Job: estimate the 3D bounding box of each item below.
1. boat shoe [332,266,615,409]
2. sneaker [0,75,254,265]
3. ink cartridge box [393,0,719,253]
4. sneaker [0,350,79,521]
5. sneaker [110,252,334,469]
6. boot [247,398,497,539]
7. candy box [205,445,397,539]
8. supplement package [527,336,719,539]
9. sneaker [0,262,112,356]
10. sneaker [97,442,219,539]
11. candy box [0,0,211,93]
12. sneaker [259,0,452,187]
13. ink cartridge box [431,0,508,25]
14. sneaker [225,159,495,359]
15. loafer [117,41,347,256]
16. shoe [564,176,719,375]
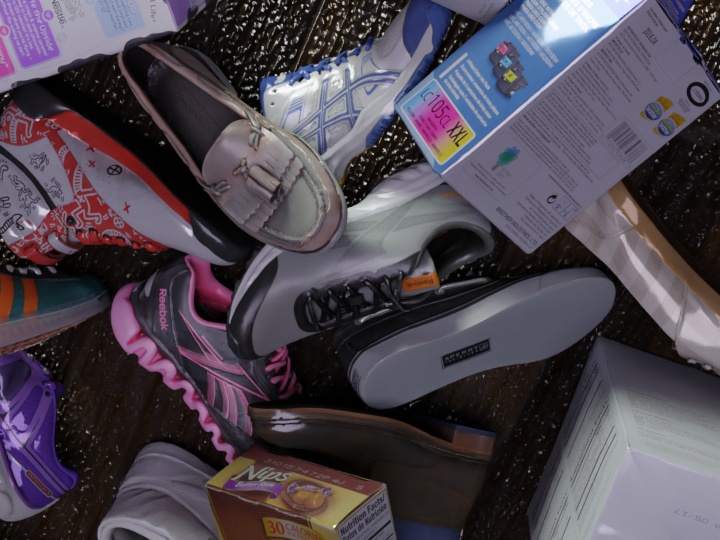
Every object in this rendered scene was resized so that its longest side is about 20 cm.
[{"bbox_3d":[0.079,0.030,1.022,0.199,0.064,0.071,-17,135,-15],"label":"boat shoe"},{"bbox_3d":[-0.172,-0.037,1.006,0.201,0.067,0.108,37,107,11],"label":"sneaker"},{"bbox_3d":[0.140,-0.118,0.941,0.200,0.077,0.136,-39,144,12],"label":"ink cartridge box"},{"bbox_3d":[-0.260,0.077,1.067,0.083,0.081,0.201,-22,100,-24],"label":"sneaker"},{"bbox_3d":[-0.078,0.067,1.031,0.200,0.079,0.095,44,119,-11],"label":"sneaker"},{"bbox_3d":[0.006,0.143,1.014,0.199,0.075,0.098,12,88,-31],"label":"boot"},{"bbox_3d":[-0.025,0.223,0.974,0.116,0.056,0.201,10,121,40],"label":"candy box"},{"bbox_3d":[0.210,0.165,0.988,0.151,0.200,0.151,19,107,-2],"label":"supplement package"},{"bbox_3d":[-0.255,0.018,0.993,0.071,0.199,0.080,-24,85,42],"label":"sneaker"},{"bbox_3d":[-0.091,0.210,1.052,0.199,0.116,0.074,26,118,1],"label":"sneaker"},{"bbox_3d":[-0.203,-0.162,0.933,0.199,0.168,0.072,-18,105,8],"label":"candy box"},{"bbox_3d":[-0.022,-0.113,0.987,0.088,0.075,0.200,38,101,-2],"label":"sneaker"},{"bbox_3d":[0.019,-0.252,0.930,0.199,0.067,0.118,24,83,-4],"label":"ink cartridge box"},{"bbox_3d":[0.000,0.000,0.974,0.199,0.079,0.074,-31,142,-13],"label":"sneaker"},{"bbox_3d":[-0.090,-0.081,0.951,0.200,0.063,0.072,45,104,30],"label":"loafer"},{"bbox_3d":[0.217,0.019,1.017,0.053,0.070,0.200,-40,93,13],"label":"shoe"}]
